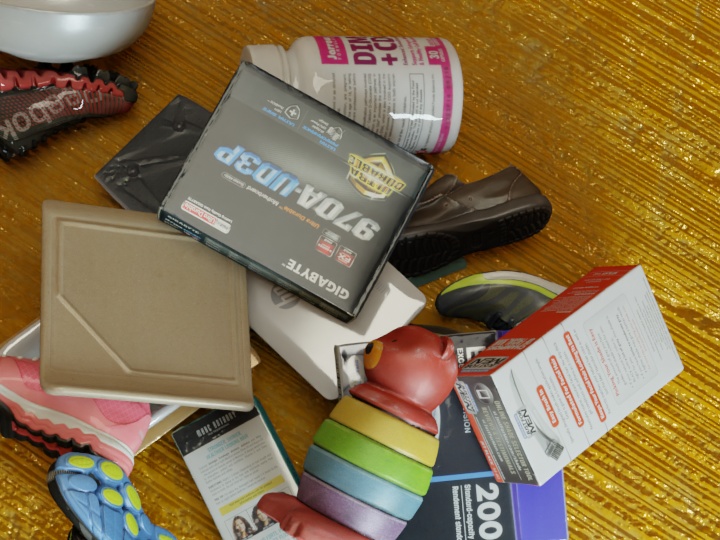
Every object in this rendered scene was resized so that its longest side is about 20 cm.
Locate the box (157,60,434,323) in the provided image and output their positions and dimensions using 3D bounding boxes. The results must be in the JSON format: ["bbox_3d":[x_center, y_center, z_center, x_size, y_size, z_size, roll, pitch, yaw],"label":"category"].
[{"bbox_3d":[-0.057,-0.070,1.464,0.200,0.046,0.159,30,76,-4],"label":"box"}]

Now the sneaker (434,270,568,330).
[{"bbox_3d":[0.166,0.054,1.530,0.200,0.074,0.081,11,70,-4],"label":"sneaker"}]

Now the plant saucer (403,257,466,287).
[{"bbox_3d":[0.000,0.000,1.571,0.200,0.019,0.070,-22,72,-11],"label":"plant saucer"}]

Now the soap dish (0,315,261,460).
[{"bbox_3d":[-0.215,0.086,1.488,0.200,0.081,0.157,-36,76,-16],"label":"soap dish"}]

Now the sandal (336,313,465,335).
[{"bbox_3d":[0.053,0.076,1.517,0.200,0.082,0.055,12,86,-1],"label":"sandal"}]

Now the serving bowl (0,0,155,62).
[{"bbox_3d":[-0.298,-0.242,1.573,0.200,0.200,0.066,8,112,-1],"label":"serving bowl"}]

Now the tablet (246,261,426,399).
[{"bbox_3d":[-0.053,0.008,1.498,0.200,0.014,0.130,43,83,14],"label":"tablet"}]

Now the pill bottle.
[{"bbox_3d":[-0.012,-0.167,1.567,0.200,0.113,0.114,-2,69,-15],"label":"pill bottle"}]

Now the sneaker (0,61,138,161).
[{"bbox_3d":[-0.312,-0.154,1.577,0.200,0.071,0.098,-1,101,-24],"label":"sneaker"}]

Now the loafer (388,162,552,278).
[{"bbox_3d":[0.078,-0.049,1.557,0.200,0.073,0.071,-13,58,-12],"label":"loafer"}]

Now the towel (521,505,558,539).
[{"bbox_3d":[0.064,0.217,1.493,0.200,0.022,0.147,-30,74,-14],"label":"towel"}]

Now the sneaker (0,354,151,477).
[{"bbox_3d":[-0.270,0.105,1.407,0.200,0.074,0.087,29,56,3],"label":"sneaker"}]

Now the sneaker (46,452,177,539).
[{"bbox_3d":[-0.217,0.222,1.382,0.083,0.200,0.071,-8,53,14],"label":"sneaker"}]

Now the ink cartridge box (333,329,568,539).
[{"bbox_3d":[0.084,0.154,1.454,0.200,0.043,0.199,-6,90,-6],"label":"ink cartridge box"}]

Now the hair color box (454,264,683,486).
[{"bbox_3d":[0.183,0.089,1.443,0.200,0.064,0.111,-33,105,-32],"label":"hair color box"}]

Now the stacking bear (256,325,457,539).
[{"bbox_3d":[0.015,0.139,1.375,0.114,0.121,0.200,27,86,-18],"label":"stacking bear"}]

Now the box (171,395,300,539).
[{"bbox_3d":[-0.085,0.215,1.459,0.082,0.049,0.200,-28,74,0],"label":"box"}]

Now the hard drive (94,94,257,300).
[{"bbox_3d":[-0.139,-0.065,1.565,0.200,0.042,0.135,37,70,15],"label":"hard drive"}]

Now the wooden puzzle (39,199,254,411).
[{"bbox_3d":[-0.187,0.033,1.425,0.185,0.037,0.200,7,54,-22],"label":"wooden puzzle"}]
